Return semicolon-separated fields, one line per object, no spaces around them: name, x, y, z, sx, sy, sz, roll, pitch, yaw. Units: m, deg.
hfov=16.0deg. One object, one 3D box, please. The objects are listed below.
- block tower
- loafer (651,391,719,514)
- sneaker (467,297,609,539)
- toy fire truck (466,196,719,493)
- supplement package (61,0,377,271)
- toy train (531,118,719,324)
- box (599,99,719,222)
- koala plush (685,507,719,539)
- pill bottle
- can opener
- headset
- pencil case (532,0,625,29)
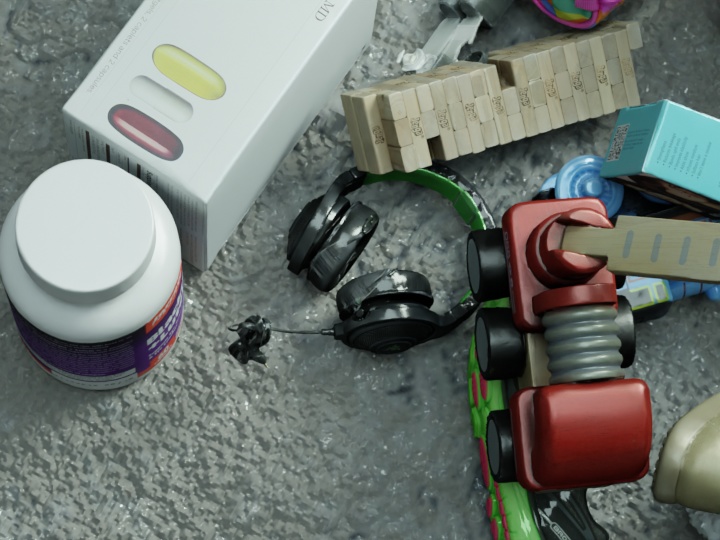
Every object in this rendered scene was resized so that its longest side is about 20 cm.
block tower;0.091;-0.114;1.675;0.200;0.054;0.058;-19;105;-22
loafer;0.250;0.099;1.563;0.067;0.076;0.200;29;40;25
sneaker;0.117;0.095;1.645;0.084;0.077;0.200;-6;84;-13
toy fire truck;0.148;0.037;1.517;0.129;0.200;0.176;-4;82;-8
supplement package;-0.088;-0.126;1.646;0.111;0.156;0.200;33;75;6
toy train;0.202;-0.029;1.675;0.200;0.087;0.114;-16;85;-9
box;0.258;-0.049;1.603;0.200;0.082;0.049;20;85;-13
koala plush;0.253;0.208;1.587;0.177;0.184;0.200;29;54;-3
pill bottle;-0.166;0.000;1.584;0.111;0.200;0.112;1;75;-3
can opener;0.085;-0.176;1.732;0.066;0.053;0.200;39;75;-28
headset;0.000;0.000;1.648;0.200;0.094;0.124;-33;78;-18
pencil case;0.196;-0.243;1.714;0.200;0.088;0.088;-38;79;-23
